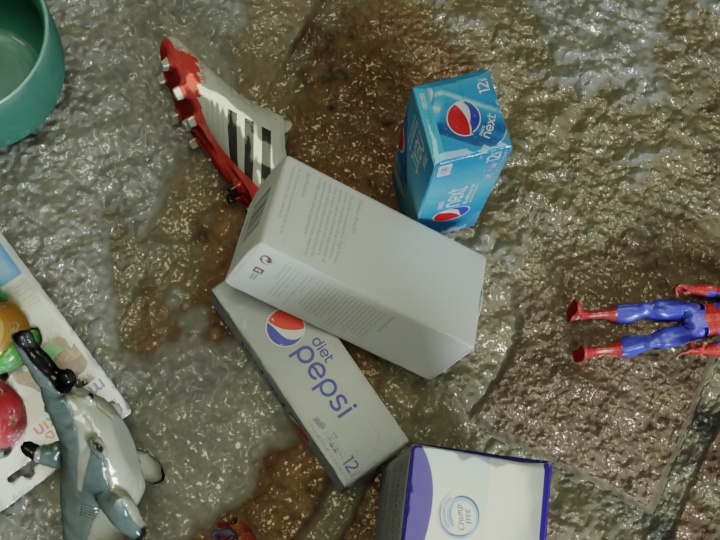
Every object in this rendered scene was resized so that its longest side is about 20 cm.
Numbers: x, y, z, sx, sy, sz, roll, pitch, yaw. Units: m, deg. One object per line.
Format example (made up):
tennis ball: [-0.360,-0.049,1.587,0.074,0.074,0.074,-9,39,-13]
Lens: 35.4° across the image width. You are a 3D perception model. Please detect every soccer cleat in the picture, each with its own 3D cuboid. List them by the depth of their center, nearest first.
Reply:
soccer cleat: [-0.109,-0.128,1.007,0.085,0.069,0.201,-31,83,-20]

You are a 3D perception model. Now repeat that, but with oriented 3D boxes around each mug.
mug: [-0.323,-0.192,0.979,0.152,0.114,0.185,44,76,8]

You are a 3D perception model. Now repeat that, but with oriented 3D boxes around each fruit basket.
fruit basket: [-0.318,0.090,0.912,0.185,0.094,0.200,-36,83,-13]

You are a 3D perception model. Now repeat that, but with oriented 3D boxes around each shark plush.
shark plush: [-0.226,0.143,0.879,0.083,0.201,0.091,-15,35,9]

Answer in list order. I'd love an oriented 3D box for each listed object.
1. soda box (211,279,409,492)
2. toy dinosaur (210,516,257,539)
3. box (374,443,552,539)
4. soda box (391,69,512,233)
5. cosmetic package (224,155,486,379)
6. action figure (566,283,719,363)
soda box: [-0.044,0.085,0.953,0.068,0.063,0.200,-34,80,-13]
toy dinosaur: [-0.146,0.279,0.878,0.181,0.105,0.201,-24,110,2]
box: [0.064,0.237,0.851,0.104,0.200,0.185,8,75,-3]
soda box: [0.070,-0.089,0.936,0.064,0.200,0.068,-14,76,-7]
cosmetic package: [0.000,0.000,0.932,0.199,0.074,0.102,28,50,-16]
action figure: [0.287,0.046,0.998,0.199,0.052,0.066,-5,72,-8]
